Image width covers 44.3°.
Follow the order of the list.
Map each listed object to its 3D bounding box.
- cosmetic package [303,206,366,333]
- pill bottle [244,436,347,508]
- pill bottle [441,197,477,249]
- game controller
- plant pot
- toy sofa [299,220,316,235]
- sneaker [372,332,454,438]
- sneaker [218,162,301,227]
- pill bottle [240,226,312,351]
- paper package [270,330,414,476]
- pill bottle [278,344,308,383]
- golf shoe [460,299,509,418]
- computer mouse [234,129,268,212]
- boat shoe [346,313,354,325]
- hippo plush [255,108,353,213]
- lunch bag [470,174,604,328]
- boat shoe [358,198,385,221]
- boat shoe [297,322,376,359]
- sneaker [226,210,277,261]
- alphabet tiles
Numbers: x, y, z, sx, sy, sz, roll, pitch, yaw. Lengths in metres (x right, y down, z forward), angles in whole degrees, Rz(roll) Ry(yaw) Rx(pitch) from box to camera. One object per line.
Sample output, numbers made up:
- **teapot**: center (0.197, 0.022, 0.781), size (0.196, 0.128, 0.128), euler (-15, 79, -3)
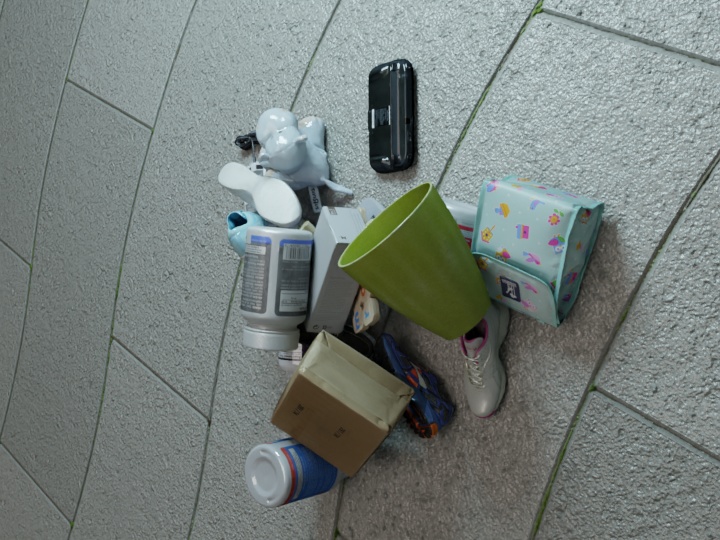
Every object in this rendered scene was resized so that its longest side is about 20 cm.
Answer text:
- **cosmetic package**: center (-0.047, 0.001, 1.500), size (0.102, 0.074, 0.201), euler (-111, 33, -44)
- **pill bottle**: center (-0.101, 0.353, 1.596), size (0.112, 0.199, 0.113), euler (1, 91, 41)
- **pill bottle**: center (0.142, -0.012, 1.465), size (0.112, 0.112, 0.201), euler (23, 103, 37)
- **game controller**: center (0.054, -0.278, 1.597), size (0.104, 0.042, 0.202), euler (-3, 87, 54)
- **plant pot**: center (0.100, 0.002, 1.342), size (0.187, 0.187, 0.200), euler (-34, 104, 33)
- **toy sofa**: center (-0.129, -0.043, 1.652), size (0.200, 0.083, 0.098), euler (-7, 43, 56)
- **sneaker**: center (0.089, 0.193, 1.529), size (0.201, 0.078, 0.075), euler (58, 146, 18)
- **sneaker**: center (-0.172, -0.134, 1.648), size (0.200, 0.089, 0.075), euler (35, 84, 30)
- **pill bottle**: center (-0.144, 0.030, 1.491), size (0.113, 0.113, 0.201), euler (9, 95, 39)
- **paper package**: center (-0.036, 0.228, 1.505), size (0.190, 0.104, 0.200), euler (34, 142, 4)
- **pill bottle**: center (-0.097, 0.121, 1.657), size (0.112, 0.112, 0.202), euler (-1, 89, 39)
- **golf shoe**: center (0.190, 0.142, 1.437), size (0.075, 0.091, 0.201), euler (3, 92, 37)
- **computer mouse**: center (-0.204, -0.190, 1.798), size (0.109, 0.044, 0.201), euler (-13, 75, 34)
- **boat shoe**: center (-0.010, 0.036, 1.615), size (0.065, 0.074, 0.203), euler (13, 90, 43)
- **hippo plush**: center (-0.143, -0.211, 1.651), size (0.159, 0.161, 0.201), euler (-27, 70, 19)
- **lunch bag**: center (0.260, -0.029, 1.366), size (0.170, 0.122, 0.201), euler (24, 112, 33)
- **boat shoe**: center (0.050, -0.061, 1.522), size (0.069, 0.056, 0.200), euler (-48, 34, 14)
- **boat shoe**: center (-0.067, 0.118, 1.570), size (0.199, 0.057, 0.069), euler (18, 91, 5)
- **sneaker**: center (-0.206, -0.086, 1.636), size (0.074, 0.200, 0.082), euler (-35, 109, 8)
- **alphabet tiles**: center (0.000, 0.000, 1.504), size (0.196, 0.015, 0.201), euler (136, 130, -62)
